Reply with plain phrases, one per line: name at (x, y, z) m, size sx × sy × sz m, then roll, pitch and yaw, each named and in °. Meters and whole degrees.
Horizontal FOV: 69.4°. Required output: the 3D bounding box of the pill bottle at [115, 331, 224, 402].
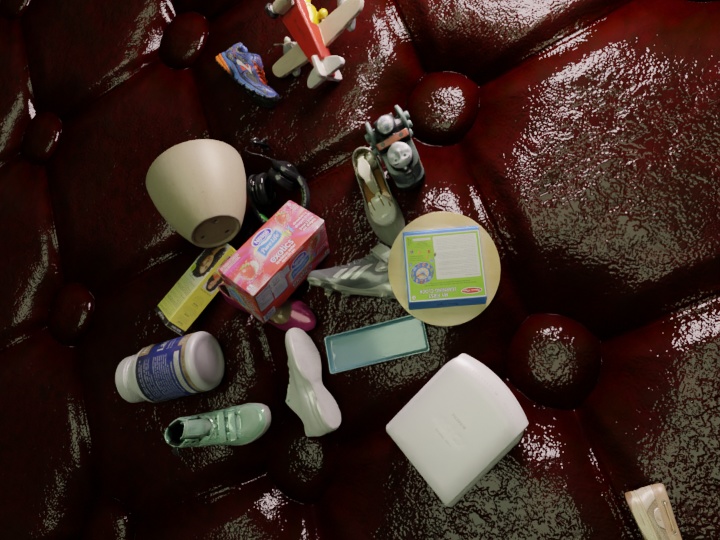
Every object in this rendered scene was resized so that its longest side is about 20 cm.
pill bottle at (-0.386, 0.201, 1.052) m, size 0.196 × 0.115 × 0.118 m, roll -16°, pitch 75°, yaw 17°

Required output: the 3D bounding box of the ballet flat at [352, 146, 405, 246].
ballet flat at (0.028, -0.142, 0.983) m, size 0.066 × 0.064 × 0.204 m, roll -23°, pitch 73°, yaw 15°

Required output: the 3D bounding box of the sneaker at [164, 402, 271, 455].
sneaker at (-0.274, 0.302, 0.989) m, size 0.197 × 0.118 × 0.075 m, roll -18°, pitch 73°, yaw 16°

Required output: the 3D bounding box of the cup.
cup at (-0.306, -0.134, 1.029) m, size 0.198 × 0.200 × 0.145 m, roll -33°, pitch 65°, yaw 12°

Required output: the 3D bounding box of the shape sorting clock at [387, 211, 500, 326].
shape sorting clock at (0.146, -0.004, 0.913) m, size 0.195 × 0.039 × 0.205 m, roll -1°, pitch 75°, yaw 4°

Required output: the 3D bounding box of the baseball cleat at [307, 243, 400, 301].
baseball cleat at (0.000, 0.000, 0.974) m, size 0.195 × 0.070 × 0.109 m, roll 9°, pitch 77°, yaw 12°

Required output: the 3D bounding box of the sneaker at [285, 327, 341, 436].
sneaker at (-0.112, 0.212, 0.971) m, size 0.088 × 0.075 × 0.204 m, roll -30°, pitch 74°, yaw 30°

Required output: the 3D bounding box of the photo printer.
photo printer at (0.162, 0.253, 0.855) m, size 0.200 × 0.069 × 0.167 m, roll -46°, pitch 68°, yaw 8°

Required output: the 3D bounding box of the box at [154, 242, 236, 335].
box at (-0.329, 0.028, 1.064) m, size 0.075 × 0.050 × 0.201 m, roll 29°, pitch 78°, yaw 44°

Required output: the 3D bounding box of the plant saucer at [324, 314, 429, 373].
plant saucer at (0.029, 0.135, 0.957) m, size 0.196 × 0.019 × 0.072 m, roll -17°, pitch 75°, yaw 18°

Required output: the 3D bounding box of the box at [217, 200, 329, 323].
box at (-0.155, -0.019, 0.970) m, size 0.095 × 0.100 × 0.201 m, roll 31°, pitch 64°, yaw 22°

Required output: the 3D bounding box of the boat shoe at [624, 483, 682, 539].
boat shoe at (0.443, 0.405, 0.718) m, size 0.064 × 0.071 × 0.204 m, roll -26°, pitch 71°, yaw 15°

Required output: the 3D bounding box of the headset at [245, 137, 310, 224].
headset at (-0.177, -0.183, 1.079) m, size 0.122 × 0.094 × 0.203 m, roll -28°, pitch 87°, yaw 14°

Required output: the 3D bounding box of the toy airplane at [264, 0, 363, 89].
toy airplane at (-0.091, -0.481, 1.066) m, size 0.196 × 0.141 × 0.203 m, roll 20°, pitch 125°, yaw 14°

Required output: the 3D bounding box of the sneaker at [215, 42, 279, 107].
sneaker at (-0.240, -0.434, 1.136) m, size 0.079 × 0.075 × 0.200 m, roll -45°, pitch 70°, yaw 4°

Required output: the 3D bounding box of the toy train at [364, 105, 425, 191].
toy train at (0.068, -0.208, 0.914) m, size 0.084 × 0.200 × 0.116 m, roll -27°, pitch 86°, yaw 8°

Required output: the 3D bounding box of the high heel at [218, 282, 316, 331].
high heel at (-0.182, 0.072, 1.007) m, size 0.196 × 0.096 × 0.069 m, roll 15°, pitch 85°, yaw 23°
